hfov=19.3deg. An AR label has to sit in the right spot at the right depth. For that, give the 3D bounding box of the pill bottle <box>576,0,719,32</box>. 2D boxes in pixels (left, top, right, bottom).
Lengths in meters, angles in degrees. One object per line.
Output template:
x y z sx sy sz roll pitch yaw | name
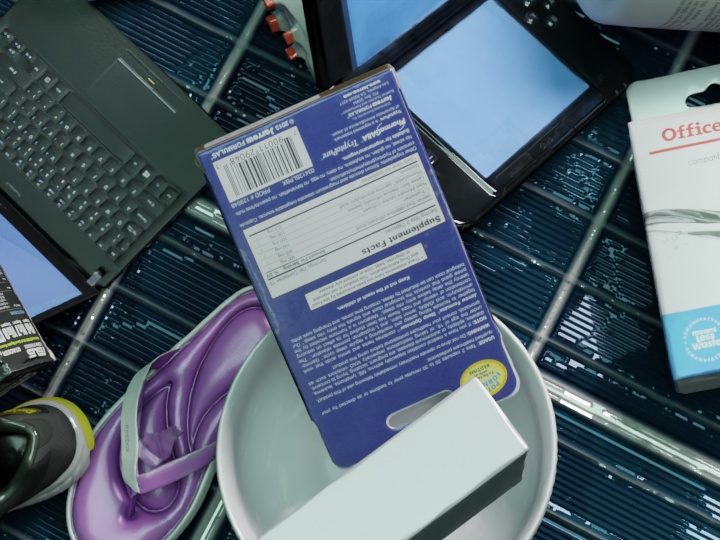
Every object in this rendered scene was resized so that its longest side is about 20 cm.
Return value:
0.235 -0.200 1.274 0.199 0.114 0.115 1 77 -18 | pill bottle

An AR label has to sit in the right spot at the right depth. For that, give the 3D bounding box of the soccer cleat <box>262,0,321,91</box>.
0.012 -0.114 1.311 0.077 0.069 0.201 -28 75 -7 | soccer cleat

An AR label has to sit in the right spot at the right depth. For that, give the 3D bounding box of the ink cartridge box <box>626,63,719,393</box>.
0.227 -0.037 1.274 0.115 0.067 0.201 -11 78 10 | ink cartridge box

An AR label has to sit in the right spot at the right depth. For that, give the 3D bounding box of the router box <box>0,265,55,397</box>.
-0.295 0.040 1.207 0.199 0.062 0.150 -33 85 17 | router box

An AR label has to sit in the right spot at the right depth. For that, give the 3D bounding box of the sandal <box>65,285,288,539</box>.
-0.112 0.089 1.278 0.082 0.050 0.203 34 83 11 | sandal

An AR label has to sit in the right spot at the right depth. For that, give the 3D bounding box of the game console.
0.067 -0.152 1.251 0.176 0.117 0.200 43 54 10 | game console

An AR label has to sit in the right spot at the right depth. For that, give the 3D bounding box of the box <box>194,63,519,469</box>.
0.000 0.000 1.193 0.120 0.032 0.201 -23 101 -2 | box

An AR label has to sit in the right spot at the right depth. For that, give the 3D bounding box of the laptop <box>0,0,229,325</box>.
-0.206 -0.075 1.292 0.177 0.103 0.200 43 83 10 | laptop

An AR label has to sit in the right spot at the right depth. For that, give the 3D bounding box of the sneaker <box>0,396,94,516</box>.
-0.255 0.135 1.252 0.199 0.085 0.075 -36 78 4 | sneaker

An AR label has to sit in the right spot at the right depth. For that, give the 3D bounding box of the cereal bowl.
0.016 0.110 1.251 0.198 0.083 0.202 0 78 2 | cereal bowl

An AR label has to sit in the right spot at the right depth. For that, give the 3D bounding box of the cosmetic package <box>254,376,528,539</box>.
-0.004 0.144 1.127 0.200 0.151 0.052 -36 77 -5 | cosmetic package
